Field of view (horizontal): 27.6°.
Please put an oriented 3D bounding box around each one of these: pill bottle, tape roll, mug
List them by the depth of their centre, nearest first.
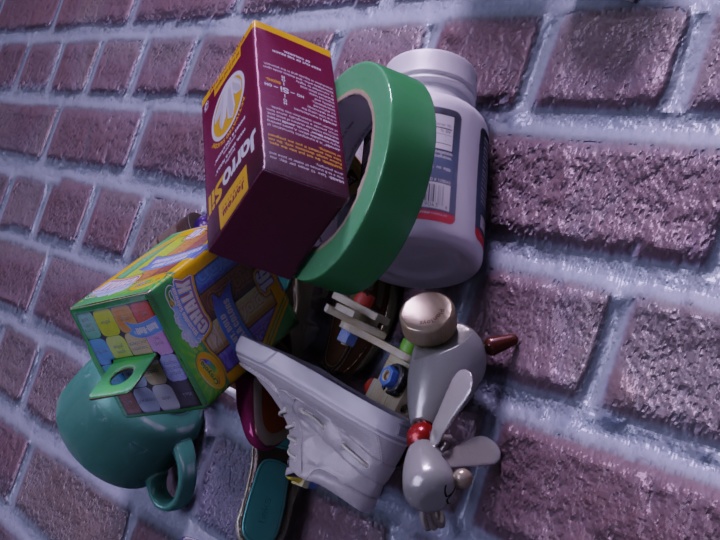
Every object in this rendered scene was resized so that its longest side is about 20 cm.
[{"bbox_3d":[-0.005,-0.081,1.289,0.200,0.048,0.202,-45,36,45],"label":"tape roll"},{"bbox_3d":[0.060,-0.097,1.362,0.119,0.119,0.202,-27,50,49],"label":"pill bottle"},{"bbox_3d":[-0.243,0.165,1.682,0.114,0.185,0.152,-45,14,30],"label":"mug"}]

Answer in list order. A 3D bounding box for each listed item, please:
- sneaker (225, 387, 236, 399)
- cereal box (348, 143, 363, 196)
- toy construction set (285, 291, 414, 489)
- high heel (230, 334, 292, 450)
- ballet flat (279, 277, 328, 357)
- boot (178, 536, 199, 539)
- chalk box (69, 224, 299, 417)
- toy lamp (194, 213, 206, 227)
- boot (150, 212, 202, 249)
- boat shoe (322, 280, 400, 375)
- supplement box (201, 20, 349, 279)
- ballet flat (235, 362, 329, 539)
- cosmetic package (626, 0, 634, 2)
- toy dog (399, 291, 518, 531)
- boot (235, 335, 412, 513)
[{"bbox_3d":[-0.124,0.070,1.610,0.088,0.075,0.200,-45,35,15],"label":"sneaker"},{"bbox_3d":[-0.054,-0.090,1.496,0.143,0.040,0.200,-33,15,10],"label":"cereal box"},{"bbox_3d":[0.000,0.123,1.363,0.131,0.091,0.202,27,106,60],"label":"toy construction set"},{"bbox_3d":[-0.114,0.127,1.424,0.096,0.068,0.200,-32,20,17],"label":"high heel"},{"bbox_3d":[-0.066,0.036,1.539,0.069,0.069,0.202,9,84,59],"label":"ballet flat"},{"bbox_3d":[-0.156,0.338,1.486,0.200,0.072,0.091,16,91,60],"label":"boot"},{"bbox_3d":[-0.177,0.054,1.371,0.124,0.125,0.200,-10,21,41],"label":"chalk box"},{"bbox_3d":[-0.127,-0.114,1.734,0.200,0.058,0.058,-50,35,28],"label":"toy lamp"},{"bbox_3d":[-0.224,0.031,1.802,0.146,0.070,0.201,-52,33,37],"label":"boot"},{"bbox_3d":[0.000,0.000,1.442,0.075,0.073,0.201,14,84,59],"label":"boat shoe"},{"bbox_3d":[-0.079,-0.109,1.300,0.111,0.085,0.201,-51,32,37],"label":"supplement box"},{"bbox_3d":[-0.082,0.186,1.473,0.062,0.067,0.201,101,-171,-77],"label":"ballet flat"},{"bbox_3d":[0.234,-0.345,1.281,0.102,0.074,0.201,38,106,58],"label":"cosmetic package"},{"bbox_3d":[0.086,0.111,1.224,0.095,0.132,0.202,-9,62,13],"label":"toy dog"},{"bbox_3d":[-0.051,0.135,1.293,0.199,0.073,0.096,27,91,35],"label":"boot"}]
